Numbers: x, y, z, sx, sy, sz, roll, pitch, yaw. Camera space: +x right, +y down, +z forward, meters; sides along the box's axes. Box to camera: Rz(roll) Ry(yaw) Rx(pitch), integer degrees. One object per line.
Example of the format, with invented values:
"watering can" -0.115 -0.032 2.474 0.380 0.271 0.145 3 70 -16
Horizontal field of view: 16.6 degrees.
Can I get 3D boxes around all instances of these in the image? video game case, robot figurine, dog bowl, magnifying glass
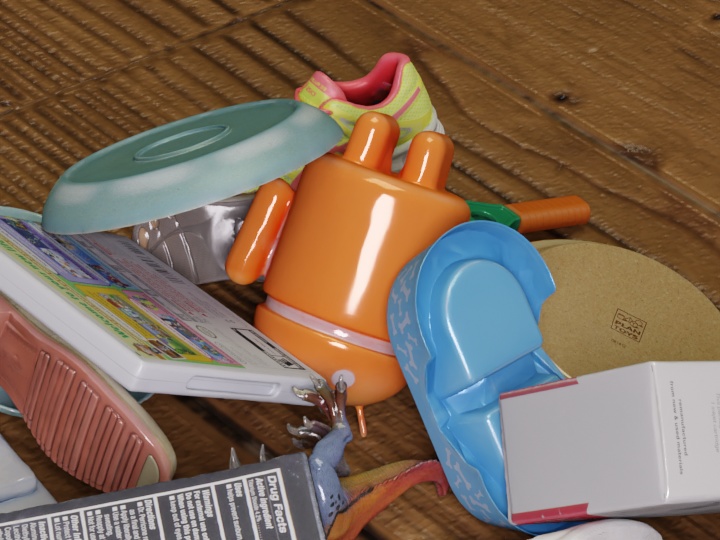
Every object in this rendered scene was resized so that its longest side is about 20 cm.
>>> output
"video game case" -0.143 0.023 1.512 0.200 0.022 0.182 34 14 33
"robot figurine" 0.002 0.001 1.593 0.143 0.201 0.117 17 5 -31
"dog bowl" 0.083 0.070 1.527 0.111 0.201 0.049 -26 5 -36
"magnifying glass" 0.091 -0.033 1.763 0.199 0.022 0.080 -11 38 -43

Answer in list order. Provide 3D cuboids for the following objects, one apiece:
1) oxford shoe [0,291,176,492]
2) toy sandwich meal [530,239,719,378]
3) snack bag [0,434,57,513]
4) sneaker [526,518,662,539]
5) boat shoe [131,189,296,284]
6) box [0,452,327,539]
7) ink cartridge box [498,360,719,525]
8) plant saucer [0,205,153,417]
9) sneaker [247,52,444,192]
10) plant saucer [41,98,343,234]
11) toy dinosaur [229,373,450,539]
"oxford shoe" -0.172 0.060 1.485 0.200 0.071 0.074 42 35 21
"toy sandwich meal" 0.164 0.057 1.656 0.204 0.070 0.206 14 40 -12
"snack bag" -0.264 0.151 1.443 0.188 0.021 0.200 -16 43 -34
"sneaker" 0.089 0.182 1.462 0.199 0.076 0.088 -11 18 -33
"boat shoe" -0.053 -0.024 1.687 0.199 0.076 0.072 7 9 4
"box" -0.100 0.220 1.251 0.197 0.124 0.201 -11 48 -5
"ink cartridge box" 0.205 0.103 1.487 0.199 0.145 0.084 1 79 -36
"plant saucer" -0.218 0.037 1.581 0.200 0.039 0.202 17 36 -12
"sneaker" -0.038 -0.098 1.765 0.199 0.091 0.078 -26 39 -18
"plant saucer" -0.109 -0.070 1.554 0.199 0.028 0.200 -15 13 4
"toy dinosaur" -0.035 0.154 1.451 0.199 0.105 0.182 18 55 -11
